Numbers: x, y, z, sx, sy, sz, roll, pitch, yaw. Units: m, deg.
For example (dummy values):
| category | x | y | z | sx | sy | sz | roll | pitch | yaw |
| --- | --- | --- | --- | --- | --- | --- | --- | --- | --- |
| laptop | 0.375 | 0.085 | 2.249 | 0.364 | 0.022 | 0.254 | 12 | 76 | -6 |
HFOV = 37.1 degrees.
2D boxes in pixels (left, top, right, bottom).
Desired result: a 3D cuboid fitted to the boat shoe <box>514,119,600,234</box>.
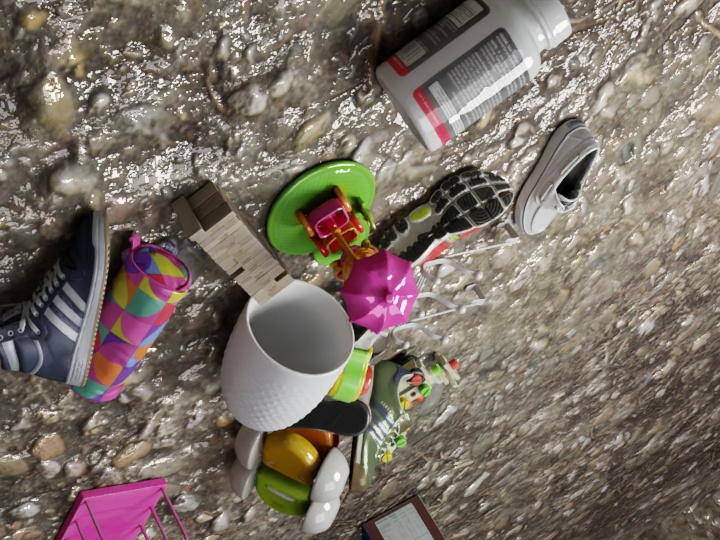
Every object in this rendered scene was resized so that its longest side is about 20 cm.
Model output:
| category | x | y | z | sx | sy | sz | roll | pitch | yaw |
| --- | --- | --- | --- | --- | --- | --- | --- | --- | --- |
| boat shoe | 0.273 | -0.114 | 1.491 | 0.073 | 0.066 | 0.201 | -17 | 144 | -26 |

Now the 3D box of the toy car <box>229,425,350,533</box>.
| category | x | y | z | sx | sy | sz | roll | pitch | yaw |
| --- | --- | --- | --- | --- | --- | --- | --- | --- | --- |
| toy car | -0.095 | 0.285 | 1.626 | 0.201 | 0.173 | 0.151 | 104 | 13 | -45 |

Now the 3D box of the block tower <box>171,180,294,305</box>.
| category | x | y | z | sx | sy | sz | roll | pitch | yaw |
| --- | --- | --- | --- | --- | --- | --- | --- | --- | --- |
| block tower | -0.141 | -0.028 | 1.233 | 0.058 | 0.054 | 0.200 | -36 | 149 | 3 |

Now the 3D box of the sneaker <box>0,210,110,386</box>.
| category | x | y | z | sx | sy | sz | roll | pitch | yaw |
| --- | --- | --- | --- | --- | --- | --- | --- | --- | --- |
| sneaker | -0.325 | 0.027 | 1.119 | 0.107 | 0.070 | 0.202 | 10 | 113 | -17 |

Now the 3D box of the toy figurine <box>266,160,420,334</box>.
| category | x | y | z | sx | sy | sz | roll | pitch | yaw |
| --- | --- | --- | --- | --- | --- | --- | --- | --- | --- |
| toy figurine | 0.000 | 0.000 | 1.277 | 0.149 | 0.185 | 0.200 | -32 | 149 | -2 |

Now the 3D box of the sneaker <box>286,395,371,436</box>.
| category | x | y | z | sx | sy | sz | roll | pitch | yaw |
| --- | --- | --- | --- | --- | --- | --- | --- | --- | --- |
| sneaker | -0.082 | 0.190 | 1.527 | 0.108 | 0.198 | 0.068 | 13 | 89 | -89 |

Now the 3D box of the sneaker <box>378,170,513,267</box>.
| category | x | y | z | sx | sy | sz | roll | pitch | yaw |
| --- | --- | --- | --- | --- | --- | --- | --- | --- | --- |
| sneaker | 0.110 | -0.064 | 1.420 | 0.198 | 0.078 | 0.085 | -29 | 167 | 1 |

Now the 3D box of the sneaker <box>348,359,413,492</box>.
| category | x | y | z | sx | sy | sz | roll | pitch | yaw |
| --- | --- | --- | --- | --- | --- | --- | --- | --- | --- |
| sneaker | 0.035 | 0.232 | 1.600 | 0.088 | 0.203 | 0.067 | 8 | 163 | -6 |

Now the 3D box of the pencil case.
| category | x | y | z | sx | sy | sz | roll | pitch | yaw |
| --- | --- | --- | --- | --- | --- | --- | --- | --- | --- |
| pencil case | -0.266 | 0.056 | 1.207 | 0.088 | 0.089 | 0.201 | 6 | 128 | -47 |

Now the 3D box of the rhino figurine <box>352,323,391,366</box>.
| category | x | y | z | sx | sy | sz | roll | pitch | yaw |
| --- | --- | --- | --- | --- | --- | --- | --- | --- | --- |
| rhino figurine | 0.006 | 0.074 | 1.497 | 0.087 | 0.060 | 0.201 | -43 | 153 | -26 |

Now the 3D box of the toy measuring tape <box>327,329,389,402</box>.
| category | x | y | z | sx | sy | sz | roll | pitch | yaw |
| --- | --- | --- | --- | --- | --- | --- | --- | --- | --- |
| toy measuring tape | -0.008 | 0.130 | 1.413 | 0.073 | 0.074 | 0.200 | -18 | 167 | -24 |

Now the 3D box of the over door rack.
| category | x | y | z | sx | sy | sz | roll | pitch | yaw |
| --- | --- | --- | --- | --- | --- | --- | --- | --- | --- |
| over door rack | 0.143 | 0.027 | 1.525 | 0.199 | 0.067 | 0.149 | -25 | 150 | -40 |

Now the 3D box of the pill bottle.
| category | x | y | z | sx | sy | sz | roll | pitch | yaw |
| --- | --- | --- | --- | --- | --- | --- | --- | --- | --- |
| pill bottle | 0.124 | -0.229 | 1.154 | 0.199 | 0.111 | 0.111 | -36 | 149 | 3 |

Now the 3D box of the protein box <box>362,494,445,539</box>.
| category | x | y | z | sx | sy | sz | roll | pitch | yaw |
| --- | --- | --- | --- | --- | --- | --- | --- | --- | --- |
| protein box | 0.106 | 0.605 | 2.170 | 0.134 | 0.201 | 0.200 | -24 | 147 | -16 |

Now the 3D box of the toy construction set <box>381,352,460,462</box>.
| category | x | y | z | sx | sy | sz | roll | pitch | yaw |
| --- | --- | --- | --- | --- | --- | --- | --- | --- | --- |
| toy construction set | 0.076 | 0.204 | 1.709 | 0.200 | 0.092 | 0.131 | -42 | 124 | -3 |

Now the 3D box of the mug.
| category | x | y | z | sx | sy | sz | roll | pitch | yaw |
| --- | --- | --- | --- | --- | --- | --- | --- | --- | --- |
| mug | -0.094 | 0.109 | 1.397 | 0.200 | 0.147 | 0.176 | -47 | 172 | -46 |

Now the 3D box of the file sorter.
| category | x | y | z | sx | sy | sz | roll | pitch | yaw |
| --- | --- | --- | --- | --- | --- | --- | --- | --- | --- |
| file sorter | -0.358 | 0.423 | 1.567 | 0.138 | 0.126 | 0.201 | -2 | 136 | -42 |
